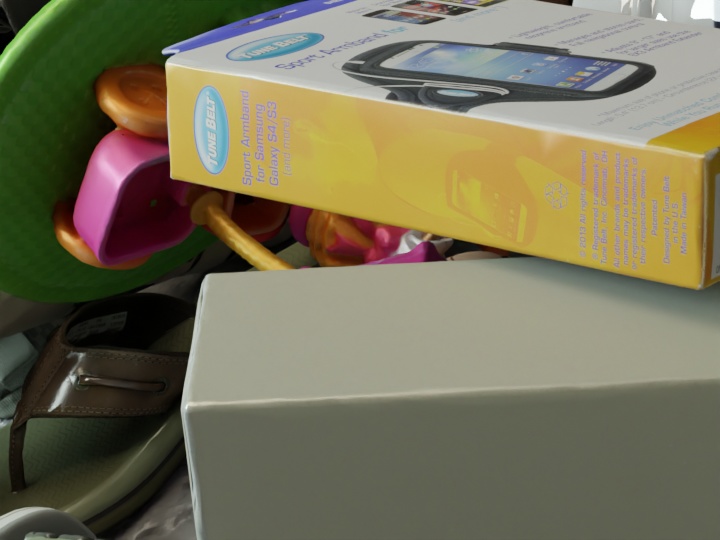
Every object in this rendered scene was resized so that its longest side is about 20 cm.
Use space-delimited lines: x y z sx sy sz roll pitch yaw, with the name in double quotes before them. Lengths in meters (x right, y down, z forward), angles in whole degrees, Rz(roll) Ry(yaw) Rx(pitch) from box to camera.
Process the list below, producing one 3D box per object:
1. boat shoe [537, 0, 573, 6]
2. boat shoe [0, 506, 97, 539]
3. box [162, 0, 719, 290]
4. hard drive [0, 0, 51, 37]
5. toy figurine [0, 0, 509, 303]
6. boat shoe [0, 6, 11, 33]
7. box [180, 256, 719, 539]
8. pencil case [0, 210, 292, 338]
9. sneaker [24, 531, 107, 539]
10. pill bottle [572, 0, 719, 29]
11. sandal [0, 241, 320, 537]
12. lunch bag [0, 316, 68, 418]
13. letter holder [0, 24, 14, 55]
"boat shoe" 0.044 -0.115 0.953 0.072 0.076 0.200 -41 35 28
"boat shoe" -0.163 0.149 0.904 0.202 0.074 0.065 -48 34 -11
"box" 0.041 -0.043 0.798 0.200 0.042 0.119 11 21 37
"hard drive" -0.037 -0.113 1.098 0.140 0.038 0.200 -27 -9 16
"toy figurine" 0.000 0.000 0.915 0.200 0.150 0.184 -11 45 -41
"boat shoe" -0.130 -0.126 1.174 0.062 0.200 0.075 41 105 39
"box" 0.058 0.044 0.741 0.200 0.082 0.068 -2 32 4
"pencil case" -0.105 -0.027 1.027 0.200 0.089 0.078 -19 54 -39
"sneaker" -0.031 0.131 0.819 0.200 0.077 0.089 2 76 47
"pill bottle" 0.164 -0.077 0.861 0.200 0.111 0.111 -5 40 44
"sandal" -0.077 0.031 1.008 0.201 0.057 0.080 -36 30 -7
"lunch bag" -0.189 -0.040 1.128 0.118 0.164 0.200 -41 28 -7
"letter holder" -0.195 -0.154 1.277 0.101 0.200 0.142 -44 29 -18
